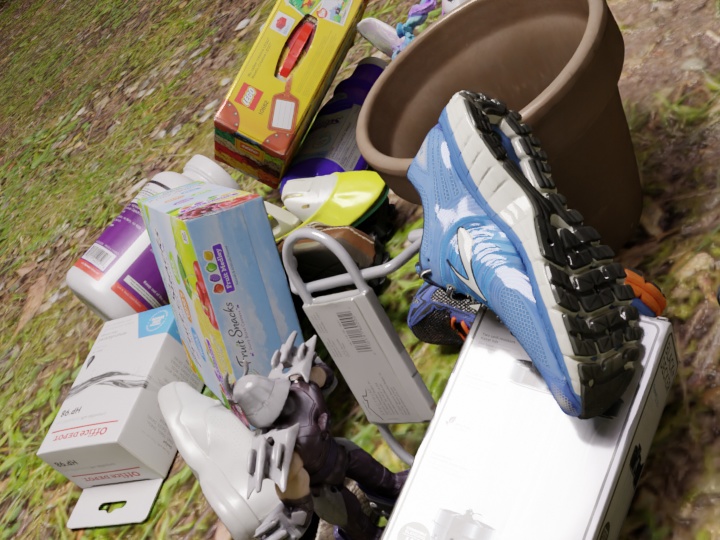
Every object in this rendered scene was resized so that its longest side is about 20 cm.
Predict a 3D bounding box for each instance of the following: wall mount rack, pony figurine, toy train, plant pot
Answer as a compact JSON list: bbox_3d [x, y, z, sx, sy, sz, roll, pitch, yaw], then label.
[{"bbox_3d":[0.006,0.047,0.683,0.173,0.201,0.075,-11,23,49],"label":"wall mount rack"},{"bbox_3d":[0.073,-0.175,0.872,0.193,0.166,0.201,140,141,-82],"label":"pony figurine"},{"bbox_3d":[0.000,0.000,0.862,0.046,0.034,0.200,-25,35,28],"label":"toy train"},{"bbox_3d":[0.123,-0.090,0.712,0.200,0.175,0.201,-26,36,21],"label":"plant pot"}]

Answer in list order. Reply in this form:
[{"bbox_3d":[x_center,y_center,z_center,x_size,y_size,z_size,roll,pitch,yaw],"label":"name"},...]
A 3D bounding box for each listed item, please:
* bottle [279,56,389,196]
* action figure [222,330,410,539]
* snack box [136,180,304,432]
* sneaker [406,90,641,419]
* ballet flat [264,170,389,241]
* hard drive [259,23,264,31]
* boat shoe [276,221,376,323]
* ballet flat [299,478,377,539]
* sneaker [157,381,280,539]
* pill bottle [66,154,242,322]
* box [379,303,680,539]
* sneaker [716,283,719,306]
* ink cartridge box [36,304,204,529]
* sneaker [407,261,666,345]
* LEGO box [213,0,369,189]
[{"bbox_3d":[-0.016,-0.147,1.018,0.083,0.065,0.200,-17,39,45],"label":"bottle"},{"bbox_3d":[-0.021,0.124,0.584,0.069,0.200,0.130,-14,41,36],"label":"action figure"},{"bbox_3d":[-0.113,0.020,0.782,0.067,0.169,0.200,-20,14,-18],"label":"snack box"},{"bbox_3d":[0.086,-0.003,0.552,0.089,0.078,0.201,-45,57,38],"label":"sneaker"},{"bbox_3d":[-0.062,-0.051,0.918,0.200,0.067,0.067,-29,32,40],"label":"ballet flat"},{"bbox_3d":[-0.080,-0.327,1.332,0.132,0.025,0.200,-31,34,15],"label":"hard drive"},{"bbox_3d":[-0.046,-0.009,0.833,0.200,0.076,0.074,-25,37,59],"label":"boat shoe"},{"bbox_3d":[-0.053,0.222,0.645,0.067,0.046,0.200,5,54,49],"label":"ballet flat"},{"bbox_3d":[-0.099,0.141,0.779,0.088,0.075,0.200,-34,37,-13],"label":"sneaker"},{"bbox_3d":[-0.216,-0.028,1.042,0.200,0.113,0.112,-51,34,-16],"label":"pill bottle"},{"bbox_3d":[0.098,0.114,0.553,0.116,0.060,0.201,13,68,31],"label":"box"},{"bbox_3d":[0.304,-0.005,0.528,0.200,0.066,0.091,5,56,51],"label":"sneaker"},{"bbox_3d":[-0.222,0.134,0.900,0.115,0.067,0.201,-15,41,33],"label":"ink cartridge box"},{"bbox_3d":[0.109,0.039,0.672,0.199,0.075,0.079,-4,52,45],"label":"sneaker"},{"bbox_3d":[-0.071,-0.199,0.973,0.201,0.077,0.149,-64,4,-12],"label":"LEGO box"}]
